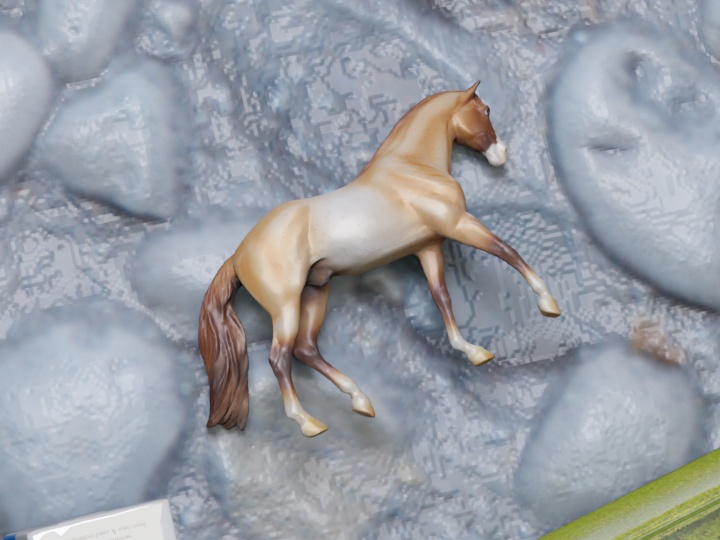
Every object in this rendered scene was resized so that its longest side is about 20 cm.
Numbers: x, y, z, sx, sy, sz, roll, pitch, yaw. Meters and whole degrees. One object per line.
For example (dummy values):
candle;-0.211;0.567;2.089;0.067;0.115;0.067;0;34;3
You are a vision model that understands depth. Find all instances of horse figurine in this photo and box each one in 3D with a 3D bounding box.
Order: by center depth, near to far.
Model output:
horse figurine;0.000;0.000;1.222;0.199;0.050;0.133;-27;76;-7

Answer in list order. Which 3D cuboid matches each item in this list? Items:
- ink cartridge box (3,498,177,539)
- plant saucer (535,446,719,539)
ink cartridge box;-0.104;0.209;1.146;0.067;0.116;0.201;-12;87;-15
plant saucer;0.176;0.181;1.197;0.199;0.048;0.200;-26;66;-9
